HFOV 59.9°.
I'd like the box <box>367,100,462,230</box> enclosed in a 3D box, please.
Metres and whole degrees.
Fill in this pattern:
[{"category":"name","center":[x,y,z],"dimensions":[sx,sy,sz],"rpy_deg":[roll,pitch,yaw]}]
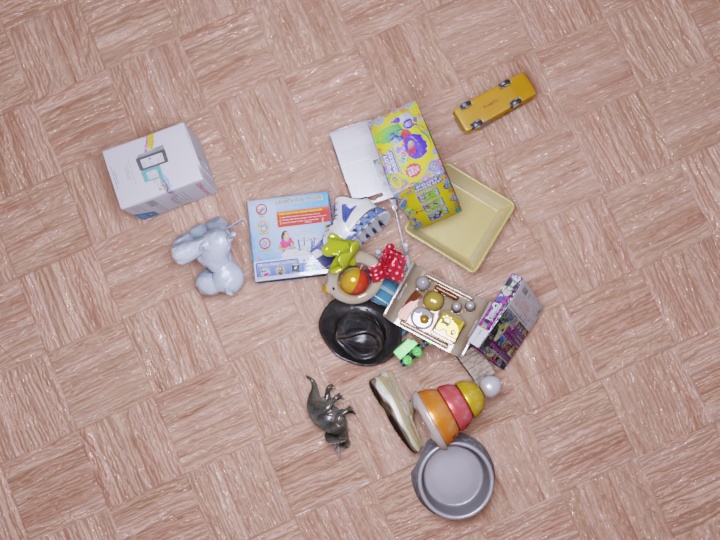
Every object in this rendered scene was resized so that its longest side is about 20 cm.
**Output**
[{"category":"box","center":[0.123,-0.230,1.405],"dimensions":[0.122,0.193,0.200],"rpy_deg":[-23,64,12]}]

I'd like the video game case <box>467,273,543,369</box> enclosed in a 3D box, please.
[{"category":"video game case","center":[0.334,0.120,1.416],"dimensions":[0.036,0.200,0.181],"rpy_deg":[31,86,35]}]

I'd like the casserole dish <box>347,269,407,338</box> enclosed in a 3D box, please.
[{"category":"casserole dish","center":[0.052,0.085,1.466],"dimensions":[0.200,0.039,0.121],"rpy_deg":[33,110,-5]}]

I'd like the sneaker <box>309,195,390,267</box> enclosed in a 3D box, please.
[{"category":"sneaker","center":[-0.039,-0.104,1.451],"dimensions":[0.199,0.081,0.115],"rpy_deg":[-37,61,-2]}]

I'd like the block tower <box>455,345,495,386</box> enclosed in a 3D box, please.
[{"category":"block tower","center":[0.241,0.178,1.477],"dimensions":[0.058,0.054,0.200],"rpy_deg":[-33,86,-1]}]

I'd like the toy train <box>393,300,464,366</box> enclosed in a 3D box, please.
[{"category":"toy train","center":[0.157,0.141,1.436],"dimensions":[0.200,0.042,0.056],"rpy_deg":[-42,75,-3]}]

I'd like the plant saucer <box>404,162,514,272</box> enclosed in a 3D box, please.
[{"category":"plant saucer","center":[0.235,-0.124,1.501],"dimensions":[0.200,0.048,0.200],"rpy_deg":[32,83,3]}]

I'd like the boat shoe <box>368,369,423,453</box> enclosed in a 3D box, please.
[{"category":"boat shoe","center":[0.101,0.326,1.464],"dimensions":[0.076,0.072,0.200],"rpy_deg":[-29,87,-17]}]

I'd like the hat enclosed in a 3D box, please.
[{"category":"hat","center":[-0.006,0.156,1.438],"dimensions":[0.200,0.081,0.201],"rpy_deg":[4,115,9]}]

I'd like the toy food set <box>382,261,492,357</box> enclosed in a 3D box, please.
[{"category":"toy food set","center":[0.171,0.086,1.392],"dimensions":[0.200,0.060,0.144],"rpy_deg":[28,80,13]}]

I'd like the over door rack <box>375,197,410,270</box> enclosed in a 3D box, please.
[{"category":"over door rack","center":[0.035,-0.067,1.494],"dimensions":[0.147,0.067,0.200],"rpy_deg":[-14,85,-1]}]

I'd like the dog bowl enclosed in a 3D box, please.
[{"category":"dog bowl","center":[0.218,0.481,1.450],"dimensions":[0.200,0.059,0.201],"rpy_deg":[0,85,2]}]

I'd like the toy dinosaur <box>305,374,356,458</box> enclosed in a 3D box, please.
[{"category":"toy dinosaur","center":[-0.076,0.332,1.459],"dimensions":[0.102,0.077,0.200],"rpy_deg":[-41,89,-9]}]

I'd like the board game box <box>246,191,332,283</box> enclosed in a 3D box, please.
[{"category":"board game box","center":[-0.162,-0.078,1.503],"dimensions":[0.199,0.056,0.196],"rpy_deg":[-6,85,0]}]

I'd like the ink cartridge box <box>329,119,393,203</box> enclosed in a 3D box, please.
[{"category":"ink cartridge box","center":[0.006,-0.253,1.519],"dimensions":[0.109,0.050,0.200],"rpy_deg":[-18,86,-1]}]

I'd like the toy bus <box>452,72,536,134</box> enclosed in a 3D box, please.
[{"category":"toy bus","center":[0.321,-0.400,1.510],"dimensions":[0.200,0.078,0.065],"rpy_deg":[-30,86,-1]}]

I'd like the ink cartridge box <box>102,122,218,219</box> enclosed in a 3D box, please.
[{"category":"ink cartridge box","center":[-0.466,-0.231,1.476],"dimensions":[0.200,0.147,0.146],"rpy_deg":[-20,85,-1]}]

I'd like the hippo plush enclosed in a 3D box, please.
[{"category":"hippo plush","center":[-0.332,-0.028,1.481],"dimensions":[0.200,0.159,0.161],"rpy_deg":[-15,116,14]}]

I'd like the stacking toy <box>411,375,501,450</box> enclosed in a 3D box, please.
[{"category":"stacking toy","center":[0.228,0.296,1.405],"dimensions":[0.200,0.146,0.146],"rpy_deg":[-29,85,0]}]

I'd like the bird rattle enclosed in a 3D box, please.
[{"category":"bird rattle","center":[0.000,0.000,1.389],"dimensions":[0.200,0.113,0.163],"rpy_deg":[16,115,-31]}]
